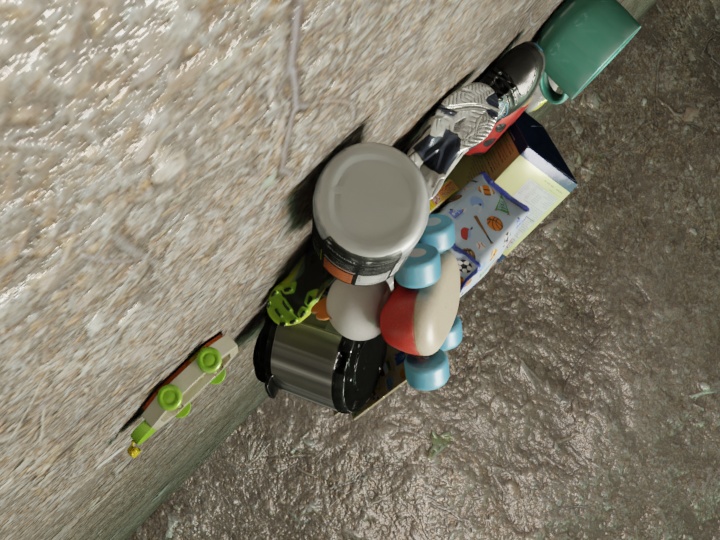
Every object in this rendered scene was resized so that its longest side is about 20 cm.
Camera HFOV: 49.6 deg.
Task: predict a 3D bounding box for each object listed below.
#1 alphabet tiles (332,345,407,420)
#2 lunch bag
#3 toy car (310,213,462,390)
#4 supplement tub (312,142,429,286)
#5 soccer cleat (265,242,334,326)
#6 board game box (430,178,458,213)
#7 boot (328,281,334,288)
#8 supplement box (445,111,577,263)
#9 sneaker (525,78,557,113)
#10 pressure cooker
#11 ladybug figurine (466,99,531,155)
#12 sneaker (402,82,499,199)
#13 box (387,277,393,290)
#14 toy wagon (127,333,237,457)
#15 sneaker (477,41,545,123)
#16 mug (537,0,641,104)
[{"bbox_3d":[0.022,0.153,1.314,0.199,0.006,0.168,-39,-144,14],"label":"alphabet tiles"},{"bbox_3d":[0.143,-0.027,1.207,0.169,0.123,0.201,-40,165,-35],"label":"lunch bag"},{"bbox_3d":[0.029,0.037,1.060,0.178,0.195,0.188,-57,144,-56],"label":"toy car"},{"bbox_3d":[0.005,-0.052,0.860,0.122,0.123,0.200,-43,176,-10],"label":"supplement tub"},{"bbox_3d":[-0.067,0.009,1.115,0.201,0.065,0.084,-49,176,37],"label":"soccer cleat"},{"bbox_3d":[0.066,-0.056,1.198,0.200,0.030,0.095,-45,176,42],"label":"board game box"},{"bbox_3d":[-0.019,0.053,1.424,0.199,0.178,0.074,-17,122,-65],"label":"boot"},{"bbox_3d":[0.245,-0.167,1.390,0.200,0.133,0.202,-47,-149,26],"label":"supplement box"},{"bbox_3d":[0.359,-0.379,1.488,0.200,0.076,0.105,-47,176,15],"label":"sneaker"},{"bbox_3d":[-0.071,0.116,1.247,0.175,0.196,0.183,-16,119,-64],"label":"pressure cooker"},{"bbox_3d":[0.214,-0.256,1.270,0.135,0.072,0.200,-41,174,-42],"label":"ladybug figurine"},{"bbox_3d":[0.104,-0.168,1.080,0.202,0.079,0.129,-58,-168,-12],"label":"sneaker"},{"bbox_3d":[-0.003,0.034,1.638,0.152,0.106,0.200,-46,175,7],"label":"box"},{"bbox_3d":[-0.246,0.169,1.060,0.200,0.040,0.155,-44,175,-15],"label":"toy wagon"},{"bbox_3d":[0.192,-0.248,1.142,0.200,0.073,0.082,-48,174,21],"label":"sneaker"},{"bbox_3d":[0.350,-0.366,1.273,0.185,0.115,0.152,-46,176,22],"label":"mug"}]
